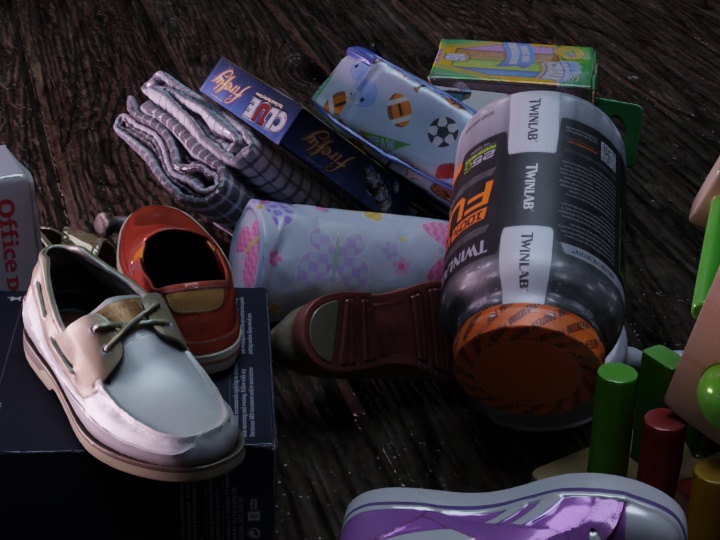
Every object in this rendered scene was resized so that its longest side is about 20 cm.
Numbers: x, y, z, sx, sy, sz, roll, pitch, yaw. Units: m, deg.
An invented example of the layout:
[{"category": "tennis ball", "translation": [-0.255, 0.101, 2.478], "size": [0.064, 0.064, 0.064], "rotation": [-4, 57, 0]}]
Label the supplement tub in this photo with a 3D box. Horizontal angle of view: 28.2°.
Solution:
[{"category": "supplement tub", "translation": [0.117, -0.012, 0.960], "size": [0.121, 0.123, 0.201], "rotation": [4, 50, 6]}]

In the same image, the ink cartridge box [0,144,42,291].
[{"category": "ink cartridge box", "translation": [-0.334, 0.001, 1.033], "size": [0.198, 0.147, 0.083], "rotation": [-10, 24, -21]}]

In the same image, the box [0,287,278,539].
[{"category": "box", "translation": [-0.144, 0.100, 0.886], "size": [0.180, 0.105, 0.200], "rotation": [0, 26, -5]}]

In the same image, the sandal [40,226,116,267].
[{"category": "sandal", "translation": [-0.211, 0.008, 1.112], "size": [0.069, 0.078, 0.211], "rotation": [-20, 41, -41]}]

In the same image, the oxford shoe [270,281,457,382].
[{"category": "oxford shoe", "translation": [0.021, 0.046, 1.026], "size": [0.199, 0.071, 0.075], "rotation": [7, -14, -37]}]

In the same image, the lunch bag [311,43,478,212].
[{"category": "lunch bag", "translation": [0.057, -0.098, 1.156], "size": [0.199, 0.076, 0.160], "rotation": [36, -1, 21]}]

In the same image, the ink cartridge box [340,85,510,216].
[{"category": "ink cartridge box", "translation": [0.085, -0.099, 1.280], "size": [0.198, 0.117, 0.067], "rotation": [9, 25, 14]}]

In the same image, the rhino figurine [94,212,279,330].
[{"category": "rhino figurine", "translation": [-0.123, 0.003, 1.132], "size": [0.087, 0.060, 0.199], "rotation": [-9, 29, -43]}]

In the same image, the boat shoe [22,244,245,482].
[{"category": "boat shoe", "translation": [-0.135, 0.048, 0.795], "size": [0.074, 0.069, 0.199], "rotation": [-19, 33, -35]}]

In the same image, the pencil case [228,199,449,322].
[{"category": "pencil case", "translation": [0.000, 0.000, 1.075], "size": [0.198, 0.092, 0.083], "rotation": [6, 4, -22]}]

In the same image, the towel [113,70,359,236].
[{"category": "towel", "translation": [-0.102, -0.072, 1.177], "size": [0.165, 0.086, 0.200], "rotation": [35, 1, -40]}]

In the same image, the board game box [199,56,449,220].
[{"category": "board game box", "translation": [-0.022, -0.088, 1.145], "size": [0.200, 0.035, 0.135], "rotation": [34, 2, -40]}]

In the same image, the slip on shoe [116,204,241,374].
[{"category": "slip on shoe", "translation": [-0.116, -0.004, 0.913], "size": [0.073, 0.062, 0.200], "rotation": [-6, 25, -13]}]

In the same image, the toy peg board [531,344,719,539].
[{"category": "toy peg board", "translation": [0.243, 0.114, 0.876], "size": [0.199, 0.099, 0.199], "rotation": [-16, 31, -30]}]

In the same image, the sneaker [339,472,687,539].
[{"category": "sneaker", "translation": [0.083, 0.176, 0.787], "size": [0.199, 0.073, 0.115], "rotation": [-7, 28, 10]}]

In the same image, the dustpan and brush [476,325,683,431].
[{"category": "dustpan and brush", "translation": [0.168, 0.058, 1.029], "size": [0.198, 0.057, 0.140], "rotation": [0, 52, -8]}]

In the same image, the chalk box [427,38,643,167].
[{"category": "chalk box", "translation": [0.165, -0.140, 1.360], "size": [0.198, 0.125, 0.124], "rotation": [6, 27, 7]}]

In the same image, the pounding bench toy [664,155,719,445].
[{"category": "pounding bench toy", "translation": [0.246, 0.023, 0.834], "size": [0.200, 0.125, 0.155], "rotation": [36, 45, 27]}]
